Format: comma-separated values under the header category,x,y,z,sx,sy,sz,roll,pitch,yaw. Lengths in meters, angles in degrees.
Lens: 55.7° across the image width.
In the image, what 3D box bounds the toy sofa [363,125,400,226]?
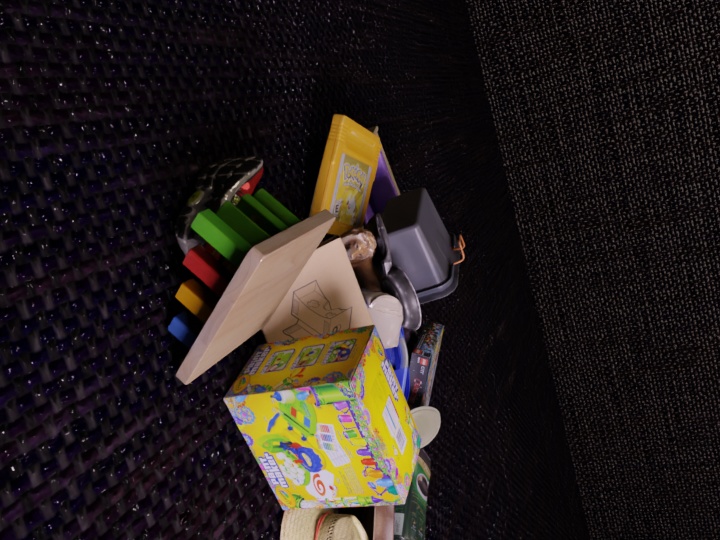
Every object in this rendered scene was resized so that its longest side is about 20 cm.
category,x,y,z,sx,sy,sz,roll,pitch,yaw
toy sofa,0.022,-0.178,1.380,0.098,0.082,0.202,-64,137,-55

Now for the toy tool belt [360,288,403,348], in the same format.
category,x,y,z,sx,sy,sz,roll,pitch,yaw
toy tool belt,-0.036,0.069,1.097,0.197,0.123,0.127,9,99,-24

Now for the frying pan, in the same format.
category,x,y,z,sx,sy,sz,roll,pitch,yaw
frying pan,0.058,0.012,1.110,0.115,0.031,0.193,37,-36,57

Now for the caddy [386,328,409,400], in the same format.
category,x,y,z,sx,sy,sz,roll,pitch,yaw
caddy,0.038,0.155,1.233,0.141,0.103,0.204,9,71,-64

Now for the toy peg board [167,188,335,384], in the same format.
category,x,y,z,sx,sy,sz,roll,pitch,yaw
toy peg board,-0.152,0.001,0.833,0.097,0.200,0.200,39,26,7

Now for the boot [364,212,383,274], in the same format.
category,x,y,z,sx,sy,sz,roll,pitch,yaw
boot,0.033,-0.005,1.339,0.097,0.074,0.202,-45,132,-35

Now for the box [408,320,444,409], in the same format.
category,x,y,z,sx,sy,sz,roll,pitch,yaw
box,0.121,0.223,1.375,0.137,0.037,0.203,-49,150,-61

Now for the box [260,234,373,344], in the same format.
category,x,y,z,sx,sy,sz,roll,pitch,yaw
box,-0.066,0.072,1.005,0.021,0.162,0.203,27,-40,65

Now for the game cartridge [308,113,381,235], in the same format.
category,x,y,z,sx,sy,sz,roll,pitch,yaw
game cartridge,-0.023,-0.161,1.237,0.176,0.032,0.204,8,97,-65

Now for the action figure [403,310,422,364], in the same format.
category,x,y,z,sx,sy,sz,roll,pitch,yaw
action figure,0.086,0.136,1.366,0.131,0.068,0.203,-61,159,-54

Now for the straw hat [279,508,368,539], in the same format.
category,x,y,z,sx,sy,sz,roll,pitch,yaw
straw hat,-0.033,0.404,0.987,0.201,0.084,0.205,39,45,-55

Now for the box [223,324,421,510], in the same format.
category,x,y,z,sx,sy,sz,roll,pitch,yaw
box,-0.045,0.203,0.919,0.203,0.190,0.122,68,26,-23

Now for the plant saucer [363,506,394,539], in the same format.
category,x,y,z,sx,sy,sz,roll,pitch,yaw
plant saucer,0.028,0.406,1.067,0.200,0.036,0.205,-175,-90,-87

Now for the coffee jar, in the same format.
category,x,y,z,sx,sy,sz,roll,pitch,yaw
coffee jar,0.075,0.409,1.229,0.105,0.084,0.202,57,32,-37

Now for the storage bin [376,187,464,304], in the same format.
category,x,y,z,sx,sy,sz,roll,pitch,yaw
storage bin,0.105,-0.052,1.221,0.136,0.143,0.201,63,22,-26

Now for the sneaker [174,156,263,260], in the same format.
category,x,y,z,sx,sy,sz,roll,pitch,yaw
sneaker,-0.183,-0.079,0.904,0.201,0.076,0.086,-66,154,-43

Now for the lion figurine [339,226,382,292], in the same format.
category,x,y,z,sx,sy,sz,roll,pitch,yaw
lion figurine,0.000,0.000,1.199,0.200,0.121,0.074,51,35,-47

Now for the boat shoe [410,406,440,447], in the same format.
category,x,y,z,sx,sy,sz,roll,pitch,yaw
boat shoe,0.063,0.291,1.219,0.198,0.065,0.076,-21,102,-43
